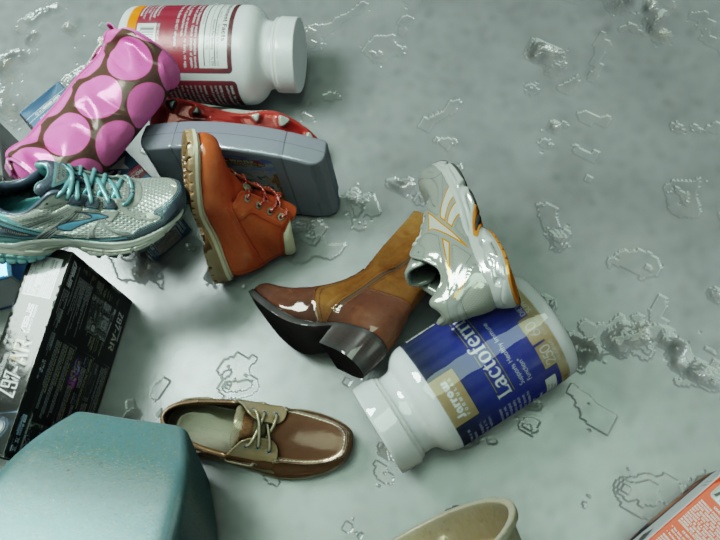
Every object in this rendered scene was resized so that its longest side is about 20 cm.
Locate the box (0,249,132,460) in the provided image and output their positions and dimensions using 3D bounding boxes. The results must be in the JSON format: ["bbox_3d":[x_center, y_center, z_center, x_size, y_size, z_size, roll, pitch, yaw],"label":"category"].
[{"bbox_3d":[-0.305,0.096,0.883,0.043,0.160,0.200,10,73,10],"label":"box"}]

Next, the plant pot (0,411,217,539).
[{"bbox_3d":[-0.233,0.246,0.810,0.196,0.196,0.200,6,53,9],"label":"plant pot"}]

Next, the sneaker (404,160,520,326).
[{"bbox_3d":[0.077,-0.030,0.848,0.092,0.076,0.200,-23,43,2],"label":"sneaker"}]

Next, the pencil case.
[{"bbox_3d":[-0.278,-0.155,0.901,0.094,0.091,0.200,39,73,-19],"label":"pencil case"}]

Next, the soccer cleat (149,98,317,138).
[{"bbox_3d":[-0.139,-0.151,1.000,0.200,0.085,0.069,10,90,-12],"label":"soccer cleat"}]

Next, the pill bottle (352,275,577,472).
[{"bbox_3d":[0.099,0.102,0.854,0.200,0.116,0.116,-33,70,-4],"label":"pill bottle"}]

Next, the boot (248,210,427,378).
[{"bbox_3d":[0.000,0.000,0.923,0.188,0.069,0.200,17,57,46],"label":"boot"}]

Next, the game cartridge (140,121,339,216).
[{"bbox_3d":[-0.128,-0.110,0.947,0.200,0.133,0.042,6,71,10],"label":"game cartridge"}]

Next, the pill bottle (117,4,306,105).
[{"bbox_3d":[-0.167,-0.247,1.011,0.200,0.113,0.113,2,71,7],"label":"pill bottle"}]

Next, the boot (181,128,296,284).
[{"bbox_3d":[-0.124,-0.074,0.907,0.107,0.200,0.075,-14,52,-3],"label":"boot"}]

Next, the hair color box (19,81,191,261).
[{"bbox_3d":[-0.284,-0.109,0.984,0.061,0.100,0.200,-43,71,-10],"label":"hair color box"}]

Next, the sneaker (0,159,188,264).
[{"bbox_3d":[-0.262,-0.061,0.815,0.200,0.086,0.078,-11,48,-7],"label":"sneaker"}]

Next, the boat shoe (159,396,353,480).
[{"bbox_3d":[-0.108,0.166,0.880,0.200,0.072,0.076,2,71,8],"label":"boat shoe"}]

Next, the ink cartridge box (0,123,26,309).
[{"bbox_3d":[-0.453,-0.053,0.994,0.145,0.084,0.200,-15,70,2],"label":"ink cartridge box"}]

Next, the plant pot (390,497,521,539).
[{"bbox_3d":[0.087,0.326,0.744,0.200,0.200,0.184,-29,88,-3],"label":"plant pot"}]

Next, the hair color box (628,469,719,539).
[{"bbox_3d":[0.262,0.265,0.779,0.200,0.111,0.064,-37,71,-7],"label":"hair color box"}]
